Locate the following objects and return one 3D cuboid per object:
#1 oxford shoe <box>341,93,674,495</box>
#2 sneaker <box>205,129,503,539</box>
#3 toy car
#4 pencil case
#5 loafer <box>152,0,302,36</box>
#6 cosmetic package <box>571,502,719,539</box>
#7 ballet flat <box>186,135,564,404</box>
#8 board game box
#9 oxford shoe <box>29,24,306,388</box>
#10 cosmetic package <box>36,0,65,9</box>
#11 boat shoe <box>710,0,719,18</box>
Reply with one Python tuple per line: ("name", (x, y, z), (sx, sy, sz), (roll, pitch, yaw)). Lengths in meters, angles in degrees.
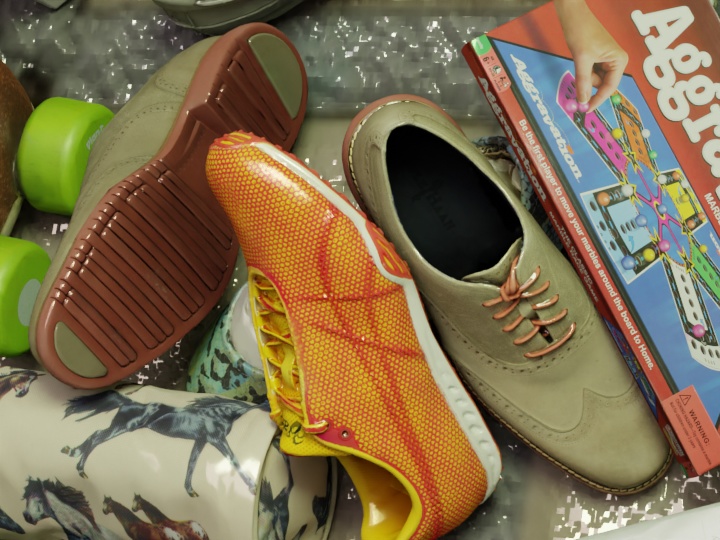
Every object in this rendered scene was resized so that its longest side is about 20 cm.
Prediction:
("oxford shoe", (0.061, 0.016, 1.159), (0.070, 0.075, 0.200), (-41, 96, 1))
("sneaker", (-0.011, 0.033, 1.160), (0.077, 0.200, 0.073), (-37, 17, -20))
("toy car", (-0.225, -0.074, 1.254), (0.164, 0.200, 0.158), (11, 59, 22))
("pencil case", (-0.109, 0.092, 1.231), (0.200, 0.090, 0.078), (6, 37, 21))
("loafer", (-0.013, -0.172, 1.274), (0.200, 0.070, 0.070), (-36, 72, 21))
("cosmetic package", (0.124, 0.156, 1.126), (0.200, 0.074, 0.102), (-16, 66, 16))
("ballet flat", (0.000, 0.000, 1.230), (0.200, 0.074, 0.074), (-32, 63, 7))
("board game box", (0.133, -0.026, 1.156), (0.103, 0.019, 0.200), (-27, 87, -15))
("oxford shoe", (-0.096, -0.025, 1.252), (0.075, 0.070, 0.200), (-7, 40, 45))
("cosmetic package", (-0.106, -0.224, 1.321), (0.200, 0.085, 0.108), (-31, 66, 19))
("boat shoe", (0.133, -0.099, 1.214), (0.072, 0.071, 0.200), (-34, 66, 5))
